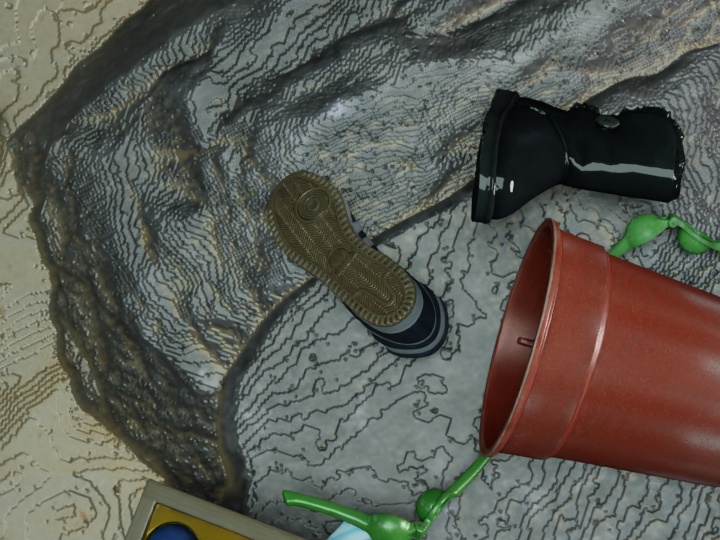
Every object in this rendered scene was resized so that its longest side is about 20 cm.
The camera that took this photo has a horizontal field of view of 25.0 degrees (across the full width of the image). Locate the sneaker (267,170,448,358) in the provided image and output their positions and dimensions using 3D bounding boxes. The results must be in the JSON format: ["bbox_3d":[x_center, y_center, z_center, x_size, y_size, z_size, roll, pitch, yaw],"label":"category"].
[{"bbox_3d":[0.000,0.000,1.398,0.070,0.108,0.200,-45,54,3],"label":"sneaker"}]

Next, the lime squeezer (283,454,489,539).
[{"bbox_3d":[0.041,0.194,1.365,0.200,0.038,0.071,-16,49,-11],"label":"lime squeezer"}]

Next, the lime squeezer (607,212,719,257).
[{"bbox_3d":[0.269,-0.014,1.387,0.199,0.038,0.071,-2,86,3],"label":"lime squeezer"}]

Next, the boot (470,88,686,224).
[{"bbox_3d":[0.181,-0.089,1.328,0.168,0.200,0.077,9,116,7],"label":"boot"}]

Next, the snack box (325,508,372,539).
[{"bbox_3d":[-0.030,0.316,1.385,0.116,0.037,0.200,42,90,7],"label":"snack box"}]

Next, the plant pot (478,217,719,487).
[{"bbox_3d":[0.218,0.080,1.317,0.195,0.201,0.201,16,87,-3],"label":"plant pot"}]

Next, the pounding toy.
[{"bbox_3d":[-0.120,0.295,1.307,0.184,0.142,0.200,17,79,23],"label":"pounding toy"}]
